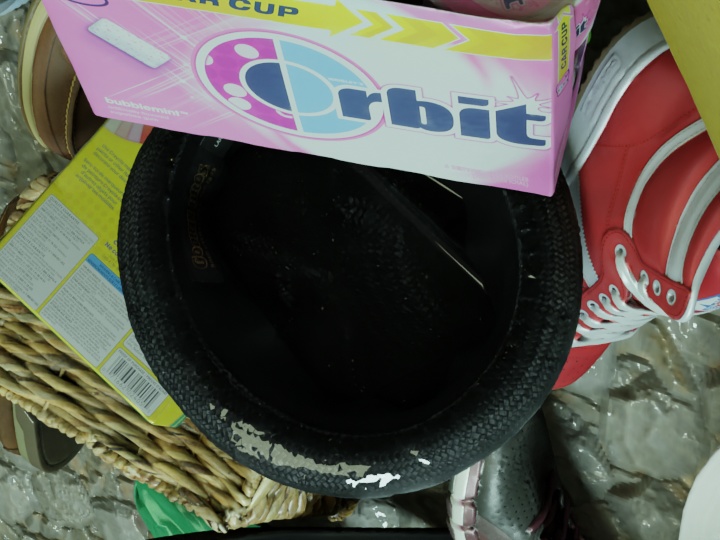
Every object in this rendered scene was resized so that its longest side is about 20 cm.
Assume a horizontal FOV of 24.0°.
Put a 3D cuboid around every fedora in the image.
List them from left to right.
[{"bbox_3d":[0.000,0.000,0.703,0.201,0.201,0.092,35,175,17],"label":"fedora"}]

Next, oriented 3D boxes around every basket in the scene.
[{"bbox_3d":[-0.083,0.032,0.898,0.200,0.149,0.143,27,97,24],"label":"basket"}]

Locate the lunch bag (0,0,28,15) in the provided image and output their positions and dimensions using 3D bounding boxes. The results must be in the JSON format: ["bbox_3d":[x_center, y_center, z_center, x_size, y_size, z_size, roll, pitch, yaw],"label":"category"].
[{"bbox_3d":[-0.274,-0.172,0.828,0.127,0.200,0.170,-18,104,44],"label":"lunch bag"}]

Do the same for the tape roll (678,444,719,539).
[{"bbox_3d":[0.235,0.124,0.689,0.202,0.071,0.202,20,126,30],"label":"tape roll"}]

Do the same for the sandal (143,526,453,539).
[{"bbox_3d":[-0.036,0.158,0.881,0.200,0.075,0.048,-3,83,14],"label":"sandal"}]

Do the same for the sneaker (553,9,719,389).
[{"bbox_3d":[0.116,0.006,0.682,0.112,0.071,0.200,59,148,36],"label":"sneaker"}]

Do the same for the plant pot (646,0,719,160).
[{"bbox_3d":[0.183,-0.084,0.457,0.194,0.200,0.196,-25,100,11],"label":"plant pot"}]

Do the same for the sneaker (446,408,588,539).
[{"bbox_3d":[0.108,0.140,0.811,0.115,0.076,0.200,17,136,25],"label":"sneaker"}]

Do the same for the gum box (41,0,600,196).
[{"bbox_3d":[-0.010,-0.096,0.618,0.200,0.066,0.114,11,156,11],"label":"gum box"}]

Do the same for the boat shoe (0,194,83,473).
[{"bbox_3d":[-0.202,0.033,0.988,0.068,0.072,0.200,27,130,23],"label":"boat shoe"}]

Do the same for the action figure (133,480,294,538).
[{"bbox_3d":[-0.067,0.157,0.967,0.200,0.055,0.118,44,137,3],"label":"action figure"}]

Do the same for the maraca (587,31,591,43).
[{"bbox_3d":[0.014,-0.159,0.669,0.200,0.107,0.137,50,156,-9],"label":"maraca"}]

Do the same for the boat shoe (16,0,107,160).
[{"bbox_3d":[-0.113,-0.124,0.817,0.068,0.072,0.200,39,132,17],"label":"boat shoe"}]

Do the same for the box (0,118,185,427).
[{"bbox_3d":[-0.066,-0.039,0.789,0.117,0.048,0.200,42,92,11],"label":"box"}]
